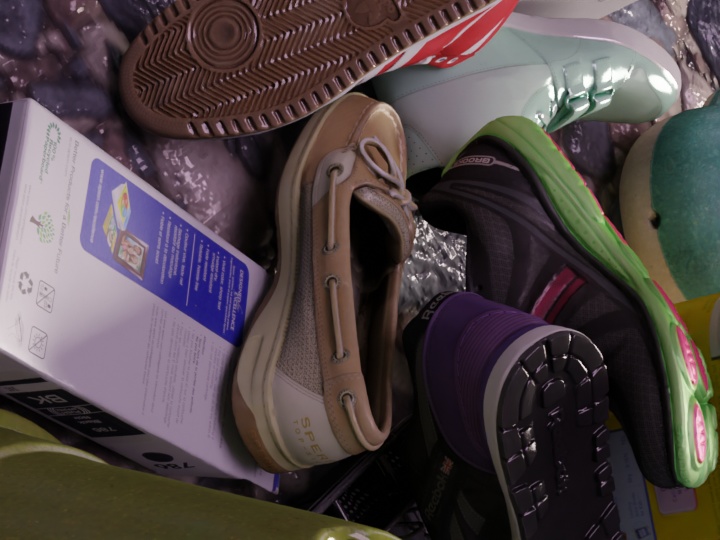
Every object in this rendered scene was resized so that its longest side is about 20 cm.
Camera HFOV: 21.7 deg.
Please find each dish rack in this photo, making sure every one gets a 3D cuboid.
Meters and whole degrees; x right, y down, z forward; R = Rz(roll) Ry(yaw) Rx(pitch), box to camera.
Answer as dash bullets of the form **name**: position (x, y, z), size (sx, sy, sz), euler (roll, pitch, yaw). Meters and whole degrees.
- **dish rack**: position (0.023, 0.180, 0.835), size (0.153, 0.055, 0.200), euler (-40, 107, -43)

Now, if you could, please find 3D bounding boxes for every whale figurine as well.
- **whale figurine**: position (0.237, -0.032, 1.079), size (0.200, 0.104, 0.159), euler (0, 77, -45)

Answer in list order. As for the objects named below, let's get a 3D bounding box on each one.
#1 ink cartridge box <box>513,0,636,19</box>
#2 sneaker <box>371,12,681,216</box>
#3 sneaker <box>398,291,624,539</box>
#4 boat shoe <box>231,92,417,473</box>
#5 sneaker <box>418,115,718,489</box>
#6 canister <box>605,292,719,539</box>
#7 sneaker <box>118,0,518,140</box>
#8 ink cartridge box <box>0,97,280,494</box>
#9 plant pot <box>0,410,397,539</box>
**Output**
- **ink cartridge box**: position (0.114, -0.192, 0.937), size (0.146, 0.200, 0.084), euler (4, 72, -45)
- **sneaker**: position (0.088, -0.068, 0.959), size (0.200, 0.074, 0.118), euler (7, 66, -34)
- **sneaker**: position (0.060, 0.100, 0.808), size (0.076, 0.088, 0.200), euler (-20, 121, -33)
- **boat shoe**: position (-0.001, -0.001, 0.823), size (0.073, 0.063, 0.201), euler (58, 34, -36)
- **sneaker**: position (0.091, 0.022, 0.832), size (0.200, 0.084, 0.077), euler (59, 7, 34)
- **canister**: position (0.156, 0.086, 0.891), size (0.086, 0.200, 0.149), euler (0, 78, -44)
- **sneaker**: position (-0.008, -0.110, 0.849), size (0.112, 0.200, 0.071), euler (-13, 80, -86)
- **ink cartridge box**: position (-0.093, 0.019, 0.755), size (0.200, 0.039, 0.100), euler (38, 51, -52)
- **plant pot**: position (-0.073, 0.141, 0.616), size (0.200, 0.190, 0.200), euler (8, 80, -53)
